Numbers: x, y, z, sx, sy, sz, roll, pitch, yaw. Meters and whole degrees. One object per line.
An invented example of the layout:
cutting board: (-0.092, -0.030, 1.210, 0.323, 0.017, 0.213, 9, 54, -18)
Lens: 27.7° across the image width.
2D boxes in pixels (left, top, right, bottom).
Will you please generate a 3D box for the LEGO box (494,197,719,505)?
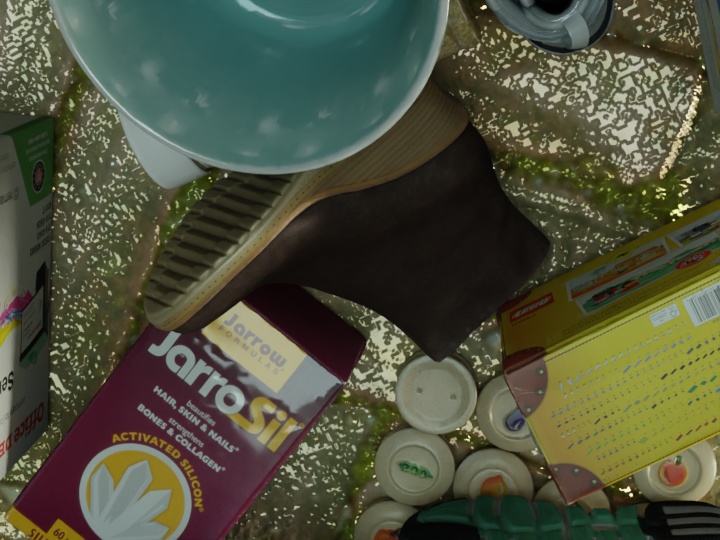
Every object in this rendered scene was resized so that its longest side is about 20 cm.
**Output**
LEGO box: (0.174, 0.025, 0.765, 0.199, 0.149, 0.078, -27, 98, 9)

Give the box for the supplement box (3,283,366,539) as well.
supplement box: (-0.101, 0.092, 0.858, 0.110, 0.086, 0.201, 38, 105, -3)

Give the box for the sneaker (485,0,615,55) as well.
sneaker: (0.078, -0.202, 0.746, 0.074, 0.115, 0.202, -22, 100, 12)

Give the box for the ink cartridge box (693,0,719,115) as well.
ink cartridge box: (0.236, -0.148, 0.695, 0.145, 0.200, 0.148, -13, 101, 10)

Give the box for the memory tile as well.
memory tile: (0.103, 0.139, 0.880, 0.198, 0.017, 0.155, 18, 105, 3)

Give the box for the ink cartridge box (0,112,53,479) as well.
ink cartridge box: (-0.235, 0.019, 0.826, 0.083, 0.145, 0.202, 6, 105, 6)

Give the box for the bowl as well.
bowl: (-0.044, -0.159, 0.702, 0.199, 0.105, 0.203, 7, 121, 13)

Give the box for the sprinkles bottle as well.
sprinkles bottle: (-0.035, -0.115, 0.807, 0.198, 0.068, 0.069, -24, 100, 12)

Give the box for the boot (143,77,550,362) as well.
boot: (0.000, 0.000, 0.784, 0.200, 0.072, 0.167, -44, 122, -7)

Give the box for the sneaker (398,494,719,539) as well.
sneaker: (0.120, 0.184, 0.845, 0.198, 0.075, 0.089, 1, 109, 6)
